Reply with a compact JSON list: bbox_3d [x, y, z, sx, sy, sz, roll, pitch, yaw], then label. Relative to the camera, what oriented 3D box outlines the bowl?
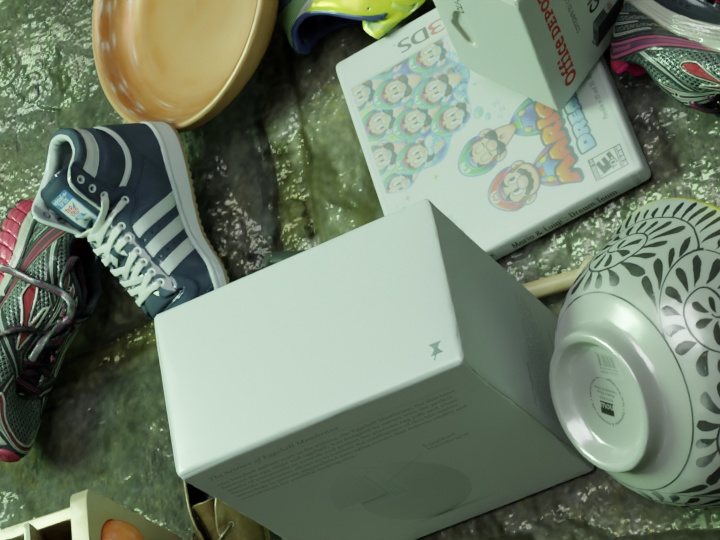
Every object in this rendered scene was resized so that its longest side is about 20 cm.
[{"bbox_3d":[0.176,0.065,1.519,0.094,0.201,0.201,-21,46,-32],"label":"bowl"}]

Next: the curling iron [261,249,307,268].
[{"bbox_3d":[0.000,0.000,1.734,0.200,0.026,0.050,11,47,47],"label":"curling iron"}]

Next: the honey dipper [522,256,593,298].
[{"bbox_3d":[0.074,0.026,1.701,0.200,0.038,0.038,-15,62,21],"label":"honey dipper"}]

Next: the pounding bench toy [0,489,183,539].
[{"bbox_3d":[-0.212,0.221,1.673,0.156,0.200,0.124,-20,60,22],"label":"pounding bench toy"}]

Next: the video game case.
[{"bbox_3d":[0.087,-0.104,1.757,0.182,0.024,0.200,-28,58,16],"label":"video game case"}]

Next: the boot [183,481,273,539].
[{"bbox_3d":[-0.092,0.190,1.697,0.074,0.075,0.200,-16,63,21],"label":"boot"}]

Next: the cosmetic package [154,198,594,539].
[{"bbox_3d":[0.010,0.076,1.612,0.199,0.200,0.123,-23,59,19],"label":"cosmetic package"}]

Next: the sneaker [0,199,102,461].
[{"bbox_3d":[-0.233,0.039,1.832,0.075,0.081,0.200,2,69,27],"label":"sneaker"}]

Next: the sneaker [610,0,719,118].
[{"bbox_3d":[0.247,-0.128,1.652,0.200,0.081,0.075,36,110,40],"label":"sneaker"}]

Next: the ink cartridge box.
[{"bbox_3d":[0.140,-0.227,1.685,0.084,0.144,0.200,31,76,27],"label":"ink cartridge box"}]

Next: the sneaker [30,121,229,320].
[{"bbox_3d":[-0.162,-0.016,1.790,0.070,0.108,0.200,-42,57,44],"label":"sneaker"}]

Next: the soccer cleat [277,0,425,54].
[{"bbox_3d":[0.031,-0.207,1.814,0.200,0.065,0.084,-16,68,26],"label":"soccer cleat"}]

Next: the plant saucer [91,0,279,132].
[{"bbox_3d":[-0.124,-0.197,1.877,0.200,0.037,0.200,-12,73,45],"label":"plant saucer"}]
